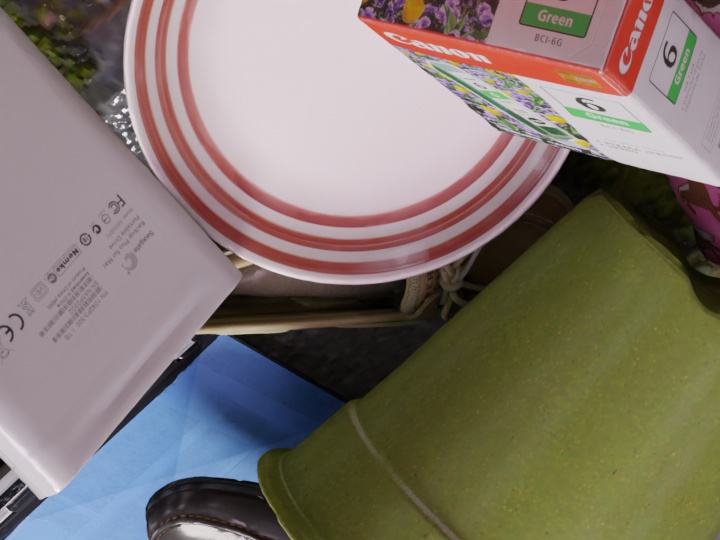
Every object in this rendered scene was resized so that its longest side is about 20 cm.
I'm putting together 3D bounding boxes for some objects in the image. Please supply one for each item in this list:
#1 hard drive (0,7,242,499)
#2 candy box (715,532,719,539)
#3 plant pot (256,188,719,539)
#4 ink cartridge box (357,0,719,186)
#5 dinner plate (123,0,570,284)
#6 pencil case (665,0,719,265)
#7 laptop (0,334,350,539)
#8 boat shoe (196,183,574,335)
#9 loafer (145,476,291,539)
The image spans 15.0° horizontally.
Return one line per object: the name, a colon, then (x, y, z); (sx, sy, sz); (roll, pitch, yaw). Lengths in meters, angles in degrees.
hard drive: (-0.154, -0.025, 1.105); (0.200, 0.132, 0.026); (48, 148, -13)
candy box: (0.103, 0.181, 1.350); (0.199, 0.072, 0.168); (-30, 124, 16)
plant pot: (0.089, 0.073, 1.170); (0.200, 0.200, 0.190); (34, 100, -27)
ink cartridge box: (0.064, -0.094, 1.023); (0.108, 0.051, 0.200); (16, 172, 30)
dinner plate: (0.000, -0.090, 1.144); (0.198, 0.024, 0.202); (-2, 111, -5)
pencil case: (0.156, -0.094, 1.142); (0.082, 0.087, 0.201); (6, 137, 36)
laptop: (-0.107, 0.121, 1.248); (0.116, 0.200, 0.187); (49, 121, 3)
boat shoe: (-0.001, -0.002, 1.206); (0.199, 0.063, 0.074); (0, 127, -6)
loafer: (-0.014, 0.160, 1.229); (0.199, 0.073, 0.073); (31, 135, -21)
